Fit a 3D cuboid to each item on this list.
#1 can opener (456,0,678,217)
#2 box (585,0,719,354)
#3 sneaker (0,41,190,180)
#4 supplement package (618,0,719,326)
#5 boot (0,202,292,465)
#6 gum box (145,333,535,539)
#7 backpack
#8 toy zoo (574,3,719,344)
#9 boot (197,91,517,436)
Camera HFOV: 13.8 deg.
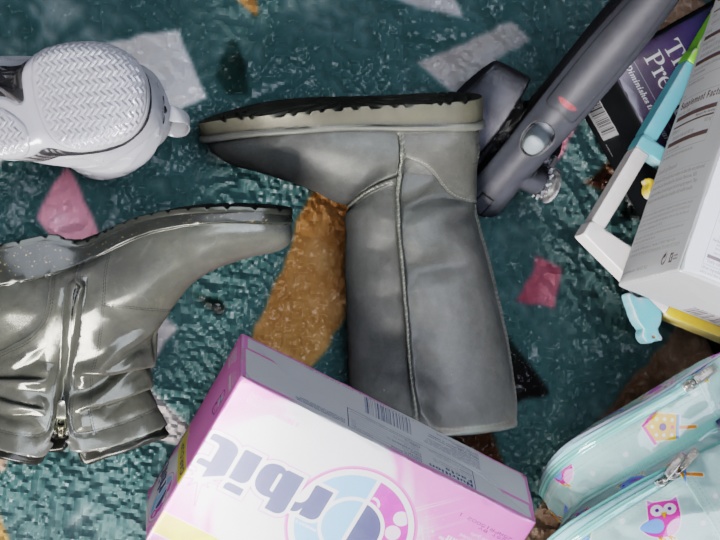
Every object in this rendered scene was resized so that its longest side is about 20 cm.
[{"bbox_3d":[0.119,-0.105,1.706,0.079,0.200,0.063,35,36,-16],"label":"can opener"},{"bbox_3d":[0.239,-0.063,1.783,0.141,0.079,0.200,-30,93,-19],"label":"box"},{"bbox_3d":[-0.195,-0.086,1.670,0.200,0.115,0.075,-1,83,19],"label":"sneaker"},{"bbox_3d":[0.241,-0.068,1.665,0.114,0.110,0.200,22,81,-11],"label":"supplement package"},{"bbox_3d":[-0.125,0.036,1.671,0.200,0.068,0.131,-12,91,3],"label":"boot"},{"bbox_3d":[-0.007,0.136,1.675,0.200,0.066,0.114,27,108,-11],"label":"gum box"},{"bbox_3d":[0.181,0.150,1.697,0.200,0.176,0.153,-37,78,-15],"label":"backpack"},{"bbox_3d":[0.213,-0.042,1.724,0.131,0.020,0.200,33,79,-9],"label":"toy zoo"},{"bbox_3d":[-0.001,0.000,1.718,0.182,0.073,0.200,0,102,8],"label":"boot"}]
